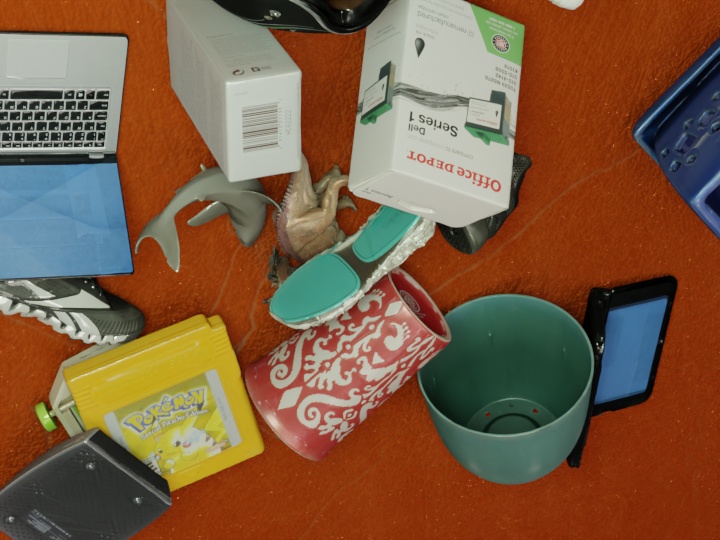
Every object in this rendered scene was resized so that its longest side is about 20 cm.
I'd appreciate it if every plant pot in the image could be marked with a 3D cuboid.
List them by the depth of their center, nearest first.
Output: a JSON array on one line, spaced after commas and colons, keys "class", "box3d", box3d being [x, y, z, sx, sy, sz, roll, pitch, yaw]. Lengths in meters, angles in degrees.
[{"class": "plant pot", "box3d": [0.436, -0.139, 1.635, 0.200, 0.180, 0.200, -46, 129, 10]}, {"class": "plant pot", "box3d": [0.173, 0.154, 1.710, 0.200, 0.201, 0.161, -23, 140, -9]}]

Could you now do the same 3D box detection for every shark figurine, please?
[{"class": "shark figurine", "box3d": [-0.126, -0.065, 1.435, 0.214, 0.089, 0.129, -13, 125, -64]}]

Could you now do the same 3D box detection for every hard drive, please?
[{"class": "hard drive", "box3d": [-0.306, 0.246, 1.576, 0.135, 0.042, 0.200, 41, 126, -22]}]

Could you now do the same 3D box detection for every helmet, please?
[{"class": "helmet", "box3d": [-0.070, -0.305, 1.279, 0.200, 0.190, 0.200, -43, 148, -36]}]

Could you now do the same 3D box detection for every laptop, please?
[{"class": "laptop", "box3d": [-0.302, -0.107, 1.351, 0.187, 0.116, 0.201, -3, 123, -24]}]

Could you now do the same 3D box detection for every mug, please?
[{"class": "mug", "box3d": [-0.008, 0.088, 1.615, 0.200, 0.178, 0.133, -40, 101, 16]}]

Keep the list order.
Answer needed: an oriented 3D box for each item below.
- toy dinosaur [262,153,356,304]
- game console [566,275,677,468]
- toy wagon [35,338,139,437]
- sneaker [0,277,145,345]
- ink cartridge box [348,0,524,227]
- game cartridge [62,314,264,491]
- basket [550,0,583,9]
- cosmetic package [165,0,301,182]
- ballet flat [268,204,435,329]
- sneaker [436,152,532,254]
[{"class": "toy dinosaur", "box3d": [-0.059, -0.037, 1.529, 0.135, 0.086, 0.200, -28, 132, -8]}, {"class": "game console", "box3d": [0.324, 0.125, 1.807, 0.116, 0.176, 0.201, 7, 122, 3]}, {"class": "toy wagon", "box3d": [-0.256, 0.161, 1.604, 0.155, 0.040, 0.200, -28, 130, -6]}, {"class": "sneaker", "box3d": [-0.294, 0.014, 1.468, 0.200, 0.067, 0.091, 20, 114, -32]}, {"class": "ink cartridge box", "box3d": [0.077, -0.160, 1.440, 0.146, 0.084, 0.201, 15, 71, -29]}, {"class": "game cartridge", "box3d": [-0.207, 0.153, 1.575, 0.176, 0.032, 0.200, -22, 130, -10]}, {"class": "basket", "box3d": [0.130, -0.371, 1.322, 0.160, 0.200, 0.199, 6, 119, -26]}, {"class": "cosmetic package", "box3d": [-0.118, -0.174, 1.336, 0.071, 0.200, 0.102, -11, 126, -19]}, {"class": "ballet flat", "box3d": [0.000, 0.000, 1.492, 0.200, 0.072, 0.072, -37, 130, -2]}, {"class": "sneaker", "box3d": [0.111, -0.128, 1.564, 0.114, 0.076, 0.200, -40, 116, -25]}]
